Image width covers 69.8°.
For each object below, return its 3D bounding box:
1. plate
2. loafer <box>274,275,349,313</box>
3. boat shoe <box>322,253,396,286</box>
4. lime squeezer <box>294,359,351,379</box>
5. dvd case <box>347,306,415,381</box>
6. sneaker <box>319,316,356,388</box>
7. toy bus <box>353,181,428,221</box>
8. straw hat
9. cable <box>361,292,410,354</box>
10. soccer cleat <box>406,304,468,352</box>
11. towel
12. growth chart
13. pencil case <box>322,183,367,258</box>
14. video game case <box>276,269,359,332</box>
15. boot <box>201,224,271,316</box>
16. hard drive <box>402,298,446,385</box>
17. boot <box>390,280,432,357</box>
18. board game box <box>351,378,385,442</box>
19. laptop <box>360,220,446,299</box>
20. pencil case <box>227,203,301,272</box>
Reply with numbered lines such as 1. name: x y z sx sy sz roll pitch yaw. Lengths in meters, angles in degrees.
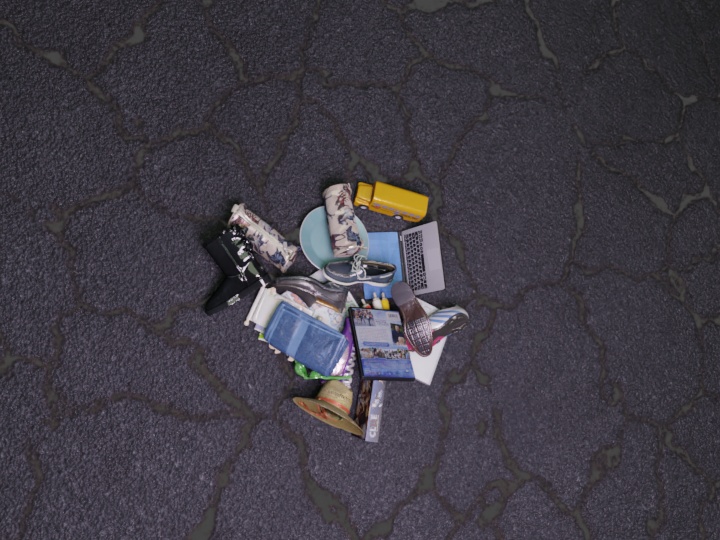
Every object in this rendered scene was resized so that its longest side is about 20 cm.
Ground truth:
1. plate: -0.071 -0.080 1.397 0.197 0.026 0.204 8 67 -18
2. loafer: -0.125 0.059 1.315 0.197 0.073 0.074 10 76 -13
3. boat shoe: 0.000 0.000 1.337 0.197 0.062 0.076 9 49 -19
4. lime squeezer: -0.119 0.239 1.281 0.198 0.038 0.071 31 79 15
5. dvd case: 0.049 0.178 1.265 0.140 0.018 0.202 6 48 -22
6. sneaker: -0.055 0.214 1.310 0.087 0.080 0.204 11 91 -7
7. toy bus: 0.084 -0.196 1.447 0.197 0.078 0.066 15 75 -12
8. straw hat: -0.064 0.312 1.242 0.199 0.201 0.086 31 65 -7
9. cable: 0.059 0.155 1.344 0.096 0.051 0.202 -16 64 -24
10. soccer cleat: 0.196 0.155 1.391 0.197 0.087 0.071 -23 113 3
11. towel: -0.135 0.167 1.258 0.198 0.049 0.113 27 83 13
12. growth chart: -0.197 0.136 1.314 0.198 0.018 0.146 31 85 -1
13. pencil case: -0.045 -0.134 1.368 0.088 0.078 0.203 -8 73 -14
14. video game case: -0.098 0.111 1.362 0.181 0.024 0.202 -33 88 -19
15. boot: -0.330 -0.003 1.261 0.196 0.073 0.164 -30 100 5
16. hard drive: 0.165 0.193 1.417 0.130 0.026 0.203 26 74 -9
17. boot: 0.141 0.119 1.334 0.074 0.097 0.203 -21 88 11
18. board game box: 0.024 0.318 1.295 0.034 0.135 0.204 11 75 -12
19. laptop: 0.111 -0.027 1.404 0.115 0.198 0.191 6 75 -48
20. pencil case: -0.250 -0.085 1.319 0.199 0.089 0.078 38 57 -4
